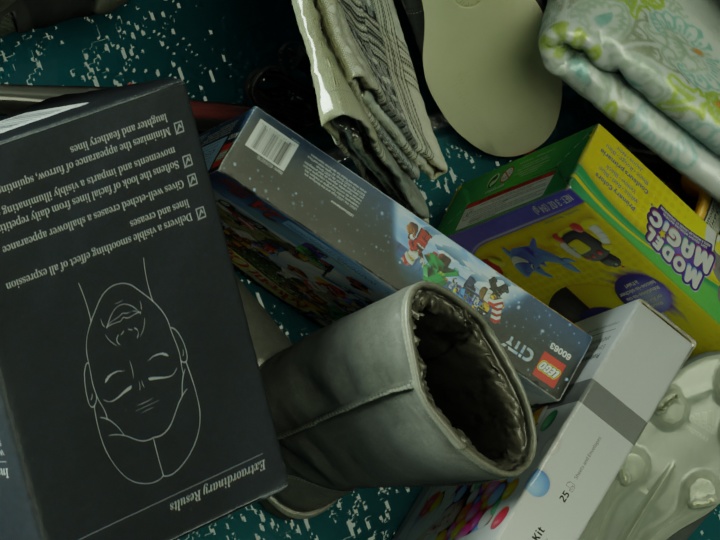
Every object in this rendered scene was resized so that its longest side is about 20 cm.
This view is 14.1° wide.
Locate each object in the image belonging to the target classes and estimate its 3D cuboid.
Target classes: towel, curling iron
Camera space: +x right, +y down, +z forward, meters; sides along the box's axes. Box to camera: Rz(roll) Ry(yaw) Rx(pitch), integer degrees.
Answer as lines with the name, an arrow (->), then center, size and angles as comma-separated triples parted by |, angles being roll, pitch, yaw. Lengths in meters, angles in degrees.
towel -> 0.183, -0.108, 1.511 | 0.200, 0.048, 0.172 | 36, 32, -13
towel -> -0.005, -0.130, 1.396 | 0.034, 0.193, 0.201 | -16, 72, 8
curling iron -> -0.106, -0.088, 1.442 | 0.199, 0.026, 0.050 | -2, 118, -19

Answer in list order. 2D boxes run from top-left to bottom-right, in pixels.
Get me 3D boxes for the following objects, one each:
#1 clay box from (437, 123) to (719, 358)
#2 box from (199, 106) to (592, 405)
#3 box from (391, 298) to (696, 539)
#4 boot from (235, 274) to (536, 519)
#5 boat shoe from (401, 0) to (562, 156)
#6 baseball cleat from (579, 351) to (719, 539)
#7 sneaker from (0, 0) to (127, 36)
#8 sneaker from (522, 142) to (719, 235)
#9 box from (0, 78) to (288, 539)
clay box -> 0.145, 0.019, 1.469 | 0.200, 0.115, 0.048 | 41, 56, -19
box -> 0.000, 0.000, 1.412 | 0.199, 0.136, 0.038 | 34, 74, -13
box -> 0.068, 0.115, 1.411 | 0.041, 0.156, 0.201 | 36, 70, -11
boot -> -0.022, 0.038, 1.361 | 0.073, 0.200, 0.182 | -44, 99, -23
boat shoe -> 0.049, -0.149, 1.482 | 0.071, 0.063, 0.201 | -24, 121, 8
baseball cleat -> 0.126, 0.124, 1.453 | 0.070, 0.106, 0.201 | 34, 89, -10
sneaker -> -0.187, -0.134, 1.383 | 0.077, 0.114, 0.199 | 62, 27, 1
sneaker -> 0.176, -0.013, 1.519 | 0.199, 0.082, 0.078 | 18, 74, -20
box -> -0.140, 0.030, 1.325 | 0.148, 0.107, 0.201 | -22, 102, -42
